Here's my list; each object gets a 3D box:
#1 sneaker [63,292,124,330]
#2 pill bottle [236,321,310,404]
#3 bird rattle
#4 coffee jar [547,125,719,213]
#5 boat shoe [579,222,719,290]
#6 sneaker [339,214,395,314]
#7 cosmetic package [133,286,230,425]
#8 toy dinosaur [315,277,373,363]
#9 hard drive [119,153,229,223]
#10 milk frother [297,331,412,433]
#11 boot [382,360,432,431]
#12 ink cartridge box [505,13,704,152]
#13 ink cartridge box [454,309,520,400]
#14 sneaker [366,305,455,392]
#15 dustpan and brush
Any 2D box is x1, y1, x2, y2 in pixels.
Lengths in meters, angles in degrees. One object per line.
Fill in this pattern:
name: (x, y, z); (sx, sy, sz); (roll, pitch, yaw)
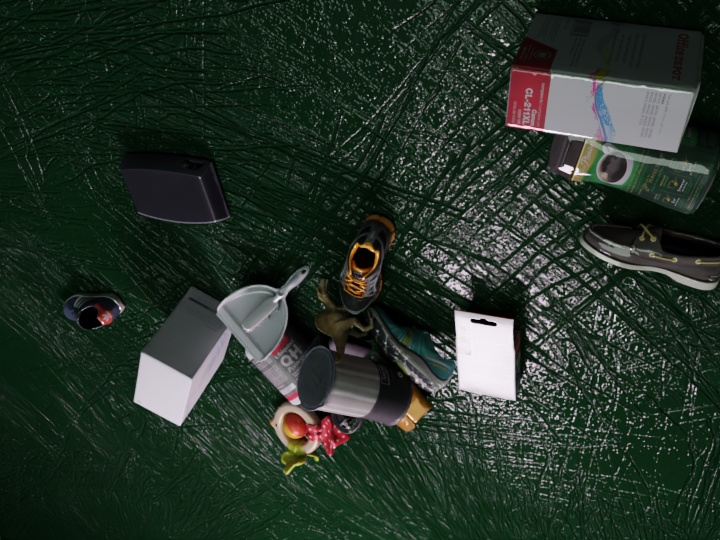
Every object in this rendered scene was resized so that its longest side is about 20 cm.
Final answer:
sneaker: (-0.648, 0.102, 1.697); (0.199, 0.085, 0.075); (-11, 123, 35)
pill bottle: (-0.163, 0.166, 1.468); (0.200, 0.111, 0.110); (47, 135, -8)
bird rattle: (-0.132, 0.374, 1.660); (0.163, 0.112, 0.200); (48, 133, 6)
coffee jar: (0.348, -0.151, 0.927); (0.198, 0.086, 0.105); (19, 139, 11)
boat shoe: (0.413, -0.035, 1.013); (0.199, 0.072, 0.061); (16, 131, 5)
sneaker: (0.000, 0.000, 1.243); (0.078, 0.077, 0.201); (20, 127, 9)
cosmetic package: (-0.372, 0.184, 1.538); (0.122, 0.201, 0.200); (28, 137, 2)
toy dinosaur: (-0.032, 0.103, 1.318); (0.100, 0.201, 0.059); (-1, 136, -17)
hard drive: (-0.348, -0.148, 1.338); (0.198, 0.042, 0.136); (8, 132, 22)
milk frother: (-0.040, 0.235, 1.363); (0.187, 0.181, 0.201); (19, 108, -34)
boot: (0.043, 0.282, 1.490); (0.144, 0.071, 0.201); (46, 128, -5)
ink cartridge box: (0.286, -0.224, 0.850); (0.198, 0.146, 0.083); (14, 136, 18)
ink cartridge box: (0.227, 0.138, 1.282); (0.108, 0.050, 0.201); (9, 131, 22)
sneaker: (0.089, 0.137, 1.339); (0.200, 0.080, 0.078); (44, 156, 13)
dustpan and brush: (-0.170, 0.063, 1.382); (0.140, 0.200, 0.057); (48, 180, 5)
